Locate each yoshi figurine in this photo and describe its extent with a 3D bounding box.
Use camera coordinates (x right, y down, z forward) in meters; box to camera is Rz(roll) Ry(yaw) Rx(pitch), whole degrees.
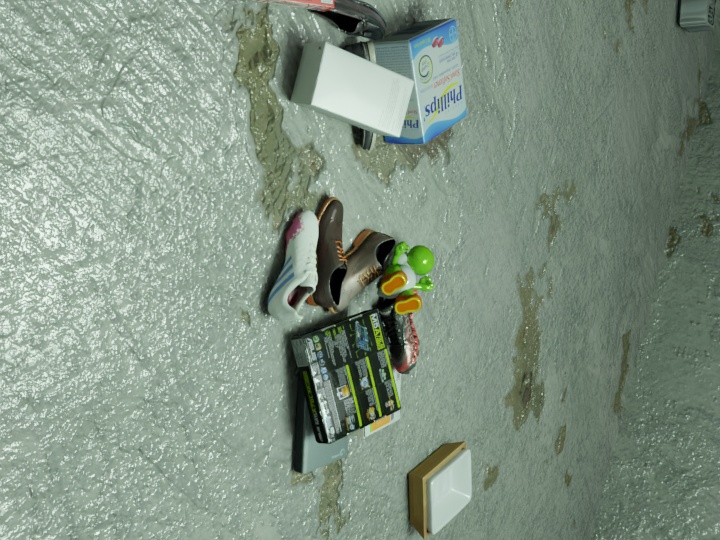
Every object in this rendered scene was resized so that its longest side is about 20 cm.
[{"bbox_3d":[0.101,0.001,1.548,0.201,0.109,0.115,-75,-179,-66],"label":"yoshi figurine"}]

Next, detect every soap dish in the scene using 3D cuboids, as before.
[{"bbox_3d":[0.190,0.519,1.860,0.198,0.080,0.162,-23,115,-49],"label":"soap dish"}]

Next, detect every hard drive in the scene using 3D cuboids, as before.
[{"bbox_3d":[-0.071,0.274,1.498,0.138,0.032,0.206,-6,102,-53],"label":"hard drive"}]

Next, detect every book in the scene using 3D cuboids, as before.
[{"bbox_3d":[0.034,0.254,1.597,0.199,0.047,0.138,0,92,-64],"label":"book"}]

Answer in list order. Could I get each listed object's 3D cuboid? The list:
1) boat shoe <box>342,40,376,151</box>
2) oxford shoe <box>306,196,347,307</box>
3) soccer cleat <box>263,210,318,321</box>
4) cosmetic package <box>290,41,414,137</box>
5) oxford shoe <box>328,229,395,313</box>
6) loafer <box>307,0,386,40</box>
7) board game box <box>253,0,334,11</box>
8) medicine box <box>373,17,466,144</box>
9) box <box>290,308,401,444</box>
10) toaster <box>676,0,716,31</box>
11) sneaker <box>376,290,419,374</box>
[{"bbox_3d":[-0.003,-0.327,1.465,0.061,0.073,0.205,-5,112,-8],"label":"boat shoe"},{"bbox_3d":[-0.048,-0.032,1.433,0.070,0.071,0.206,5,93,-52],"label":"oxford shoe"},{"bbox_3d":[-0.100,-0.006,1.358,0.070,0.085,0.205,33,70,-50],"label":"soccer cleat"},{"bbox_3d":[-0.012,-0.315,1.359,0.196,0.084,0.110,15,95,-34],"label":"cosmetic package"},{"bbox_3d":[0.000,0.000,1.504,0.202,0.072,0.072,-59,138,-27],"label":"oxford shoe"},{"bbox_3d":[-0.028,-0.446,1.370,0.198,0.071,0.065,18,65,-45],"label":"loafer"},{"bbox_3d":[-0.112,-0.528,1.228,0.148,0.046,0.206,-4,100,-31],"label":"board game box"},{"bbox_3d":[0.121,-0.382,1.565,0.181,0.101,0.205,-37,125,-43],"label":"medicine box"},{"bbox_3d":[-0.023,0.194,1.452,0.190,0.047,0.205,-17,94,-42],"label":"box"},{"bbox_3d":[1.314,-1.041,3.025,0.198,0.116,0.186,-7,102,-52],"label":"toaster"},{"bbox_3d":[0.074,0.113,1.616,0.097,0.070,0.207,8,78,-49],"label":"sneaker"}]
